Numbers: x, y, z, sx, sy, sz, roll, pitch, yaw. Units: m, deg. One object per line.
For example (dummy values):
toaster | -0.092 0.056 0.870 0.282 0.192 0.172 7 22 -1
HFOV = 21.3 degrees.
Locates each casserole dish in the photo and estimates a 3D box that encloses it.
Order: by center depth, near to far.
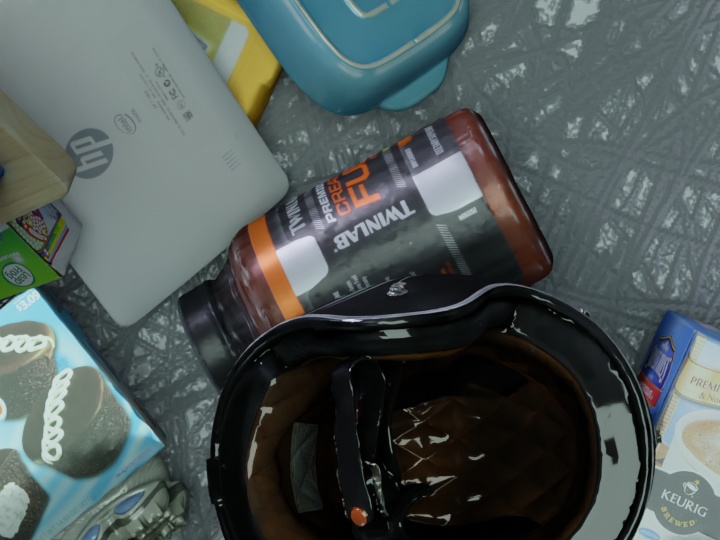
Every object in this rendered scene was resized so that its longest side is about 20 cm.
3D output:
casserole dish | -0.016 -0.182 1.065 0.121 0.039 0.201 -35 92 -18

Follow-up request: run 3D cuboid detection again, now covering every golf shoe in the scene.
golf shoe | -0.197 0.164 1.110 0.200 0.078 0.097 -40 74 -1

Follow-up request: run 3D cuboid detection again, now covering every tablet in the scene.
tablet | -0.133 -0.078 1.040 0.130 0.014 0.201 -40 121 -11

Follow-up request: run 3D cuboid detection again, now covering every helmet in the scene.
helmet | 0.043 0.093 0.954 0.199 0.189 0.203 0 90 48

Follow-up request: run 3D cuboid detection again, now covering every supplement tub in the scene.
supplement tub | 0.000 0.000 1.061 0.199 0.107 0.108 -28 92 4

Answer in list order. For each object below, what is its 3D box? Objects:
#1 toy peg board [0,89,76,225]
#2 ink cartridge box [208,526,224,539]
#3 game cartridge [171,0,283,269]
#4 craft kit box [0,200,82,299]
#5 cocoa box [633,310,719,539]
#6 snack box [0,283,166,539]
toy peg board | -0.279 -0.046 0.904 0.199 0.098 0.199 -20 129 35
ink cartridge box | -0.091 0.229 1.015 0.084 0.146 0.200 36 50 0
game cartridge | -0.135 -0.128 1.098 0.175 0.032 0.202 26 95 1
craft kit box | -0.283 -0.046 1.013 0.198 0.049 0.198 -17 128 32
cocoa box | 0.236 0.123 1.043 0.198 0.133 0.132 24 95 1
snack box | -0.218 0.112 1.048 0.199 0.037 0.116 -39 97 0
